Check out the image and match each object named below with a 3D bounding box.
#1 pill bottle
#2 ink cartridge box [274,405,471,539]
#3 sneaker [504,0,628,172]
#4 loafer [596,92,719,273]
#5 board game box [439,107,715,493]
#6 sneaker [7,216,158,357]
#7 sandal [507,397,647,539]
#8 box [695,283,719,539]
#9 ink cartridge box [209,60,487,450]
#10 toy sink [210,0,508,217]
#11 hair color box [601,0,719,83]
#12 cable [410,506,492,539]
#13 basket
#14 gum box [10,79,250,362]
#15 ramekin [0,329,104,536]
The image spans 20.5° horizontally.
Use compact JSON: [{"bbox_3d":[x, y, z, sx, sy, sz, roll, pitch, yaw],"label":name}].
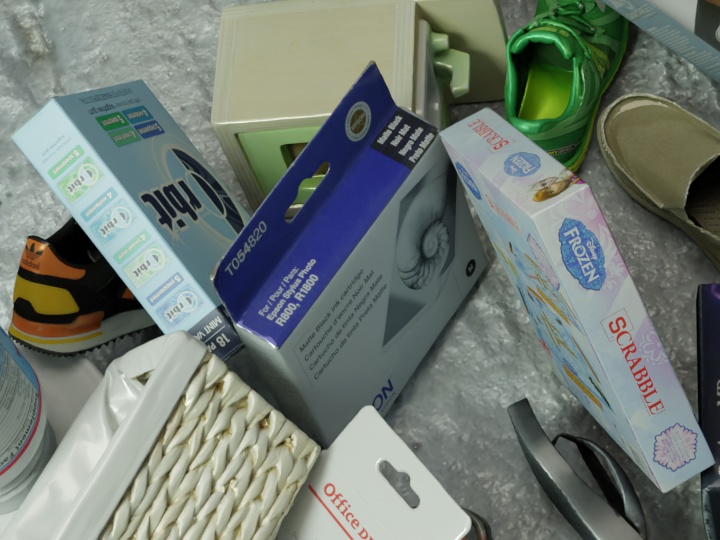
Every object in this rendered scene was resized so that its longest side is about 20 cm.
[{"bbox_3d":[-0.260,0.075,1.234,0.108,0.200,0.109,-6,59,10],"label":"pill bottle"},{"bbox_3d":[-0.011,0.197,1.248,0.200,0.068,0.116,-50,58,11],"label":"ink cartridge box"},{"bbox_3d":[0.149,-0.158,1.447,0.074,0.084,0.201,5,59,16],"label":"sneaker"},{"bbox_3d":[0.237,-0.063,1.378,0.076,0.068,0.200,-37,58,-9],"label":"loafer"},{"bbox_3d":[0.131,0.013,1.238,0.041,0.200,0.200,-29,23,-4],"label":"board game box"},{"bbox_3d":[-0.163,-0.010,1.386,0.070,0.090,0.200,21,28,28],"label":"sneaker"},{"bbox_3d":[0.164,0.160,1.268,0.043,0.076,0.200,-36,69,-6],"label":"sandal"},{"bbox_3d":[0.312,0.090,1.249,0.199,0.104,0.149,-4,60,12],"label":"box"},{"bbox_3d":[0.000,0.000,1.313,0.040,0.200,0.200,19,61,33],"label":"ink cartridge box"},{"bbox_3d":[0.007,-0.116,1.433,0.199,0.131,0.112,-4,59,11],"label":"toy sink"},{"bbox_3d":[0.238,-0.210,1.400,0.200,0.061,0.099,34,83,-7],"label":"hair color box"},{"bbox_3d":[0.006,0.165,1.312,0.200,0.050,0.097,35,80,28],"label":"cable"},{"bbox_3d":[-0.133,0.157,1.228,0.123,0.135,0.200,38,66,-15],"label":"basket"},{"bbox_3d":[-0.130,-0.034,1.350,0.045,0.170,0.200,-39,89,16],"label":"gum box"},{"bbox_3d":[-0.246,0.148,1.363,0.201,0.094,0.203,-6,59,10],"label":"ramekin"}]
